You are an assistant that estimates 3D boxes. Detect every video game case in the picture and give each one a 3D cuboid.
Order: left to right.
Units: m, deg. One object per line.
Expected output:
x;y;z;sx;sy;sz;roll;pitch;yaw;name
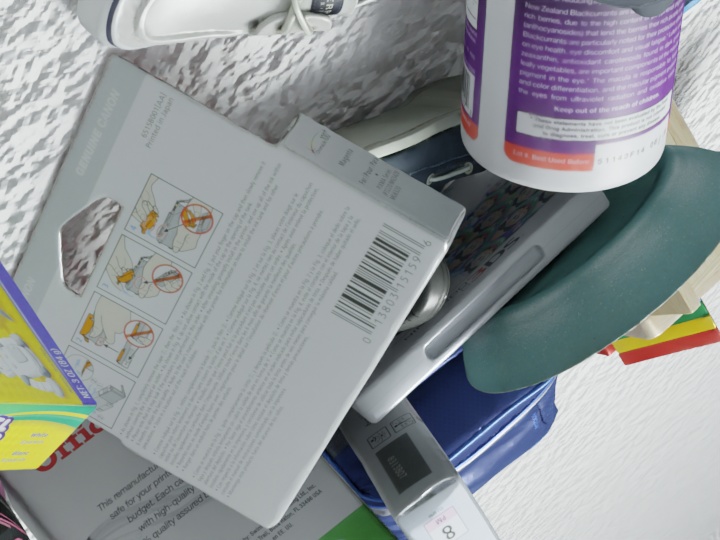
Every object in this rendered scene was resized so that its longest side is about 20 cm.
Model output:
0.043;0.004;0.964;0.182;0.024;0.200;-43;-165;-6;video game case

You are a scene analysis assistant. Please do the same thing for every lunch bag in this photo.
0.034;0.085;1.086;0.200;0.136;0.132;-38;156;-14;lunch bag

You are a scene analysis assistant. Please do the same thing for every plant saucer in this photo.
0.129;-0.012;0.913;0.200;0.036;0.200;-38;-166;11;plant saucer

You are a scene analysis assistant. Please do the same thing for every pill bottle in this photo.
0.110;-0.151;0.804;0.111;0.111;0.200;-28;134;-36;pill bottle

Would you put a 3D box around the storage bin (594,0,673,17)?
0.089;-0.199;0.638;0.146;0.200;0.134;-48;169;7;storage bin

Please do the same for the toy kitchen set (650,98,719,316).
0.167;-0.078;1.126;0.163;0.181;0.200;-43;-161;-30;toy kitchen set

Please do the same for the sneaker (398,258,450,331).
0.000;0.003;0.870;0.104;0.200;0.060;-1;89;-42;sneaker

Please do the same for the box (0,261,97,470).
-0.198;0.019;0.595;0.048;0.117;0.200;-45;159;17;box

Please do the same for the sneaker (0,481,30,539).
-0.216;0.132;0.791;0.079;0.095;0.200;-44;156;1;sneaker

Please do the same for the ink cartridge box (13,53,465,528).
-0.072;0.009;0.769;0.200;0.173;0.044;-59;-179;31;ink cartridge box

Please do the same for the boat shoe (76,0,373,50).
-0.027;-0.134;0.693;0.200;0.066;0.072;-26;152;-38;boat shoe

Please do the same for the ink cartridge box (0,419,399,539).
-0.088;0.149;0.903;0.146;0.200;0.084;-36;159;-20;ink cartridge box

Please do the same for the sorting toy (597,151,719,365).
0.240;-0.005;1.215;0.200;0.070;0.199;-39;-161;-18;sorting toy

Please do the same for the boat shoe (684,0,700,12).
0.168;-0.184;0.915;0.200;0.084;0.069;-51;142;-14;boat shoe

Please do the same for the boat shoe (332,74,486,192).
0.022;-0.059;0.892;0.200;0.075;0.062;-31;118;-46;boat shoe

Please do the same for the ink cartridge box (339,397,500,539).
0.060;0.167;0.941;0.057;0.163;0.200;-36;115;-1;ink cartridge box
